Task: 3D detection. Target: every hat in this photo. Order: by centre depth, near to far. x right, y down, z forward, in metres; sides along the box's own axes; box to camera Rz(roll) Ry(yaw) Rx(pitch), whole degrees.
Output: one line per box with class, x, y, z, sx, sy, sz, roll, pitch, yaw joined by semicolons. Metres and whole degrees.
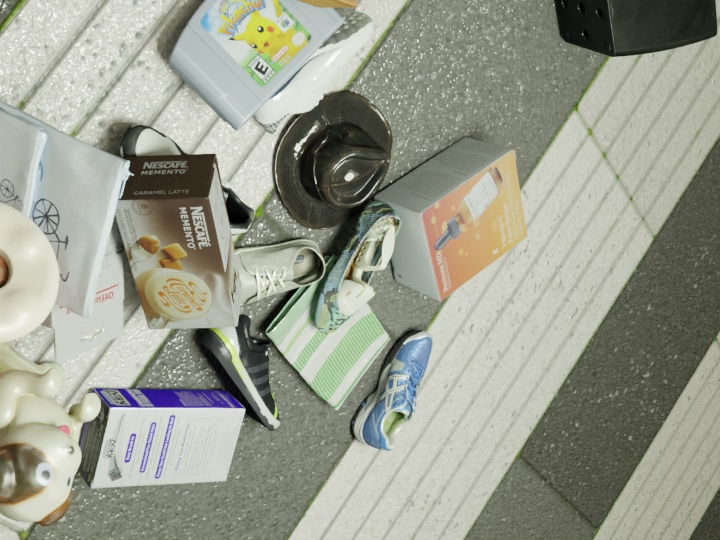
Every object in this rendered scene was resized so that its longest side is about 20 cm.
hat;-0.015;-0.142;1.285;0.198;0.080;0.205;-15;114;-35

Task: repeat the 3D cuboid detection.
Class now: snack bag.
snack bag;-0.339;-0.061;0.969;0.191;0.197;0.021;-69;170;22

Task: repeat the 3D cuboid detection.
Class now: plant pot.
plant pot;0.406;-0.436;1.461;0.175;0.199;0.203;-28;124;-14

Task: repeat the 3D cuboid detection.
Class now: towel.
towel;-0.040;0.093;1.378;0.153;0.023;0.201;-51;134;-18

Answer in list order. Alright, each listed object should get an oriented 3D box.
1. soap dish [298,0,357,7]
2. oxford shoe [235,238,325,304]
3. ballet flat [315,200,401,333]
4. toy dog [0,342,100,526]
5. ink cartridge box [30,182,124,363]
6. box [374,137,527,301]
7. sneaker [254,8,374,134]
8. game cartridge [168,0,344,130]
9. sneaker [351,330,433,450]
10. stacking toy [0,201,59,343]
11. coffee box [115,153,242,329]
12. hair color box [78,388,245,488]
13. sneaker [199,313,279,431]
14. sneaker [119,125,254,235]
soap dish;-0.079;-0.408;1.086;0.155;0.081;0.204;5;75;-41
oxford shoe;-0.128;0.006;1.264;0.197;0.057;0.077;-18;121;-31
ballet flat;0.000;0.000;1.321;0.074;0.074;0.203;23;89;-42
toy dog;-0.375;0.180;1.019;0.193;0.199;0.141;-40;136;-15
ink cartridge box;-0.326;-0.013;1.060;0.115;0.066;0.204;-27;125;-58
box;0.139;-0.080;1.417;0.199;0.106;0.154;-35;126;-27
sneaker;-0.061;-0.259;1.217;0.199;0.076;0.081;-37;136;-15
game cartridge;-0.127;-0.280;1.128;0.133;0.040;0.201;42;71;-5
sneaker;0.066;0.190;1.482;0.075;0.077;0.203;31;85;-40
stacking toy;-0.404;0.031;0.957;0.144;0.199;0.149;20;55;-32
coffee box;-0.207;-0.030;1.103;0.112;0.081;0.202;-2;133;2
hair color box;-0.257;0.215;1.230;0.198;0.064;0.111;7;105;-42
sneaker;-0.142;0.135;1.289;0.083;0.071;0.202;-44;133;-23
sneaker;-0.202;-0.108;1.135;0.200;0.079;0.075;41;60;-43
